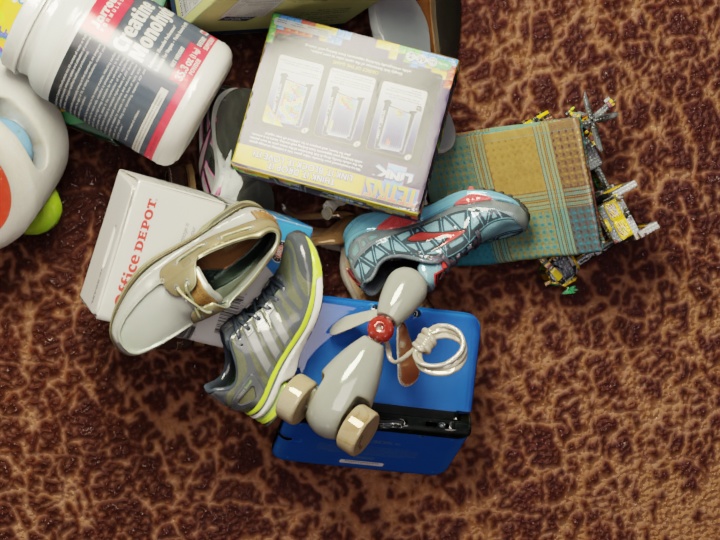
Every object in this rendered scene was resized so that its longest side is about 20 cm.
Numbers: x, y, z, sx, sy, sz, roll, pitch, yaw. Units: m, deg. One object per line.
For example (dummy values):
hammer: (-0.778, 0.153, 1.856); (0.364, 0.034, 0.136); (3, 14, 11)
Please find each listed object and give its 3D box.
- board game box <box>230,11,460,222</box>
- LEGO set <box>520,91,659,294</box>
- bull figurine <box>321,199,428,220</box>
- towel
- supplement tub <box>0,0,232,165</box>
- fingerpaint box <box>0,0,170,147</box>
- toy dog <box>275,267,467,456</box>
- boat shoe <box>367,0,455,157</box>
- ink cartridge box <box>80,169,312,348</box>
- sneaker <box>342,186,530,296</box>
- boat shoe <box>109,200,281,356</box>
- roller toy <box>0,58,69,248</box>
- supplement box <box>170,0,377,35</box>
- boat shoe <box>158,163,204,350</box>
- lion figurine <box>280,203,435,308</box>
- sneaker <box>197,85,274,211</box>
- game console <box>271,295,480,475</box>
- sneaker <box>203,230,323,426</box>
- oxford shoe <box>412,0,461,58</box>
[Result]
board game box: (-0.014, -0.156, 1.467); (0.199, 0.057, 0.166); (15, 85, 4)
LEGO set: (0.230, -0.081, 1.555); (0.153, 0.116, 0.201); (-20, 91, -4)
bull figurine: (-0.001, -0.119, 1.554); (0.121, 0.065, 0.201); (-18, 80, -47)
towel: (0.159, -0.081, 1.531); (0.199, 0.022, 0.148); (-6, 101, 37)
supplement tub: (-0.242, -0.209, 1.441); (0.199, 0.140, 0.141); (30, 88, -7)
fingerpaint box: (-0.305, -0.258, 1.542); (0.166, 0.073, 0.201); (21, 88, -3)
toy dog: (0.006, 0.101, 1.444); (0.200, 0.096, 0.132); (-36, 72, -8)
boat shoe: (0.043, -0.211, 1.546); (0.073, 0.068, 0.201); (-19, 87, -39)
ink cartridge box: (-0.169, -0.007, 1.477); (0.199, 0.084, 0.147); (16, 97, -26)
sneaker: (0.083, -0.019, 1.498); (0.199, 0.079, 0.096); (-13, 57, 11)
boat shoe: (-0.161, 0.011, 1.398); (0.200, 0.068, 0.075); (-44, 119, -5)
roller toy: (-0.405, -0.116, 1.469); (0.199, 0.140, 0.183); (16, 126, 1)
supplement box: (-0.079, -0.333, 1.462); (0.199, 0.200, 0.135); (-7, 86, -26)
boat shoe: (-0.206, -0.014, 1.549); (0.070, 0.070, 0.202); (-2, 90, -9)
lion figurine: (0.000, 0.000, 1.565); (0.122, 0.072, 0.201); (-22, 87, -14)
sneaker: (-0.141, -0.107, 1.557); (0.080, 0.086, 0.201); (-1, 110, -27)
game console: (0.015, 0.127, 1.541); (0.199, 0.171, 0.119); (8, 57, -10)
sneaker: (-0.095, 0.055, 1.440); (0.080, 0.074, 0.201); (15, 95, -24)
oxford shoe: (0.065, -0.318, 1.582); (0.071, 0.071, 0.201); (-9, 94, 26)
